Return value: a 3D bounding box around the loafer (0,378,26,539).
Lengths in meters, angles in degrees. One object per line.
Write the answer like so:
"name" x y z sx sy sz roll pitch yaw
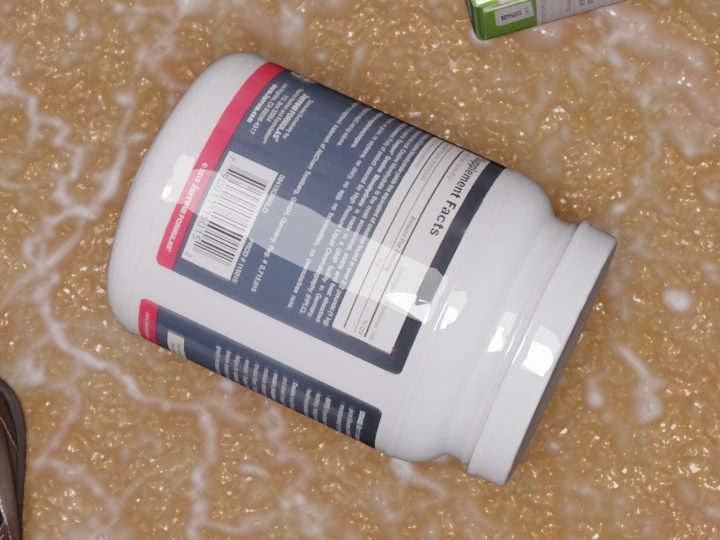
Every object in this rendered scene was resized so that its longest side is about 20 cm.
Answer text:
"loafer" -0.191 0.145 1.147 0.073 0.071 0.200 -8 83 4

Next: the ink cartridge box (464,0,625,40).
"ink cartridge box" 0.131 -0.208 1.156 0.200 0.076 0.148 -15 82 2

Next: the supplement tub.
"supplement tub" 0.000 0.000 1.111 0.200 0.140 0.140 25 87 7
